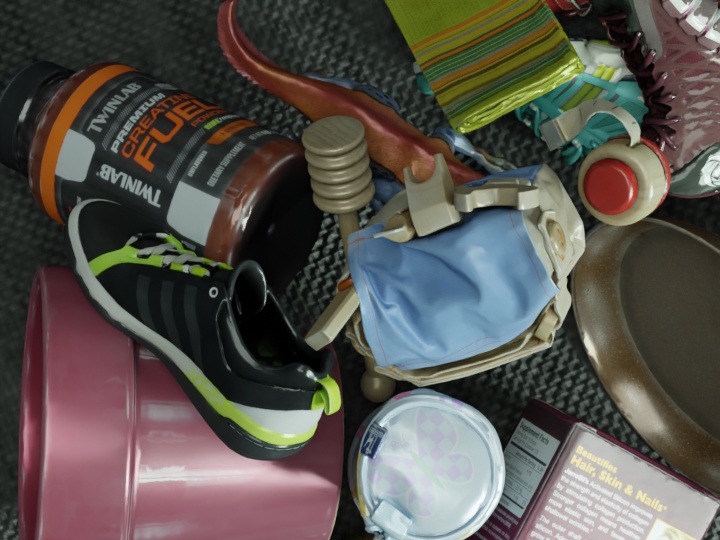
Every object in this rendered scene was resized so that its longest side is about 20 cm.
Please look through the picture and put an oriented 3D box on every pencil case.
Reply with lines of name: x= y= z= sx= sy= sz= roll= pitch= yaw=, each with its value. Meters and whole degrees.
pencil case: x=0.035 y=0.116 z=1.403 sx=0.083 sy=0.200 sz=0.091 roll=23 pitch=88 yaw=0

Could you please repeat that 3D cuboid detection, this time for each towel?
towel: x=0.057 y=-0.172 z=1.452 sx=0.086 sy=0.018 sz=0.201 roll=-27 pitch=55 yaw=1

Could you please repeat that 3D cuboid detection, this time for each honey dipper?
honey dipper: x=0.000 y=0.000 z=1.439 sx=0.038 sy=0.038 sz=0.201 roll=-9 pitch=126 yaw=3

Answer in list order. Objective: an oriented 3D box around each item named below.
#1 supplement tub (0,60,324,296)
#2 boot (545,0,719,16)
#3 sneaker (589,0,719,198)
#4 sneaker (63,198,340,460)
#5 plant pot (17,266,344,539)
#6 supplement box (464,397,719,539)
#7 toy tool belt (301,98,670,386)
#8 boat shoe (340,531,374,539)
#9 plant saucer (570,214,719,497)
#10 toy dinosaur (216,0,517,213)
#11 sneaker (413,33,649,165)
supplement tub: x=-0.126 y=-0.059 z=1.450 sx=0.199 sy=0.107 sz=0.108 roll=24 pitch=90 yaw=25
boot: x=0.190 y=-0.172 z=1.470 sx=0.144 sy=0.072 sz=0.200 roll=-41 pitch=78 yaw=2
sneaker: x=0.171 y=-0.108 z=1.402 sx=0.199 sy=0.076 sz=0.116 roll=34 pitch=94 yaw=-12
sneaker: x=-0.080 y=0.015 z=1.331 sx=0.200 sy=0.072 sz=0.083 roll=44 pitch=127 yaw=18
plant pot: x=-0.108 y=0.100 z=1.427 sx=0.178 sy=0.200 sz=0.202 roll=2 pitch=88 yaw=-12
supplement box: x=0.112 y=0.192 z=1.436 sx=0.110 sy=0.086 sz=0.201 roll=28 pitch=90 yaw=-18
toy tool belt: x=0.067 y=-0.008 z=1.322 sx=0.199 sy=0.123 sz=0.126 roll=-26 pitch=91 yaw=30
boat shoe: x=-0.056 y=0.235 z=1.472 sx=0.200 sy=0.073 sz=0.065 roll=-37 pitch=91 yaw=11
plant saucer: x=0.205 y=0.048 z=1.411 sx=0.032 sy=0.200 sz=0.201 roll=-35 pitch=85 yaw=-27
toy dinosaur: x=0.012 y=-0.059 z=1.433 sx=0.181 sy=0.200 sz=0.105 roll=21 pitch=79 yaw=47
sneaker: x=0.129 y=-0.105 z=1.469 sx=0.198 sy=0.078 sz=0.080 roll=7 pitch=97 yaw=4
